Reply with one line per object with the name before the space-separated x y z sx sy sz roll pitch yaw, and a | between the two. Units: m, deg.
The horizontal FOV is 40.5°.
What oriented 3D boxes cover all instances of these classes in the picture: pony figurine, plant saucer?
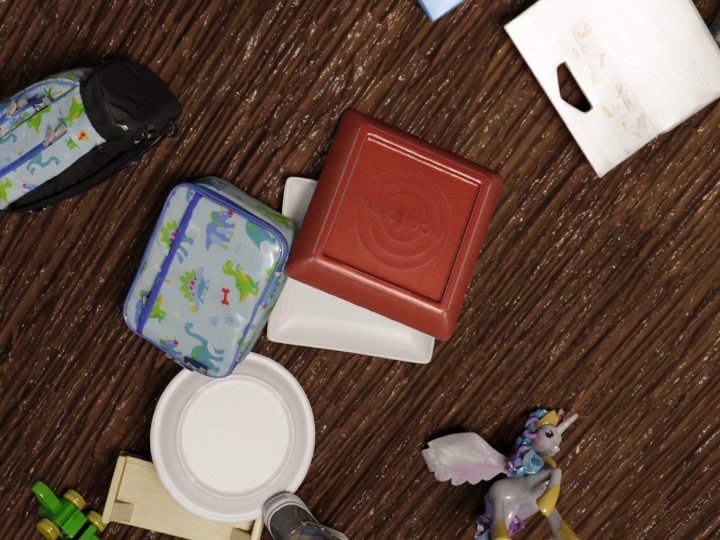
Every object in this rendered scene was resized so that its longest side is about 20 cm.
pony figurine | 0.178 0.263 1.151 0.192 0.201 0.167 -33 113 28
plant saucer | 0.043 -0.053 1.057 0.197 0.037 0.203 22 80 -7

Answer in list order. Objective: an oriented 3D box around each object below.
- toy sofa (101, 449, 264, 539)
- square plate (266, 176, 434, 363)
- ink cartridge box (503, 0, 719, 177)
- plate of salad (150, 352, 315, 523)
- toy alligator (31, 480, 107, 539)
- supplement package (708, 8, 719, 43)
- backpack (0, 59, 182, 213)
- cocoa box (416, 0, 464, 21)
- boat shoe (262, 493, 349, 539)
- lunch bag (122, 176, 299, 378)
toy sofa | -0.214 0.287 1.212 0.197 0.098 0.084 15 84 -4
square plate | 0.000 0.000 1.128 0.197 0.029 0.201 8 108 -2
ink cartridge box | 0.273 -0.232 1.036 0.175 0.045 0.201 -34 105 11
plate of salad | -0.152 0.198 1.169 0.197 0.048 0.204 2 83 -16
toy alligator | -0.351 0.343 1.241 0.201 0.059 0.054 51 145 -16
supplement package | 0.474 -0.284 0.958 0.149 0.152 0.202 24 108 -7
backpack | -0.312 -0.140 1.028 0.200 0.163 0.154 -41 96 20
cocoa box | 0.114 -0.356 0.948 0.198 0.134 0.132 -32 106 11
boat shoe | -0.050 0.344 1.190 0.069 0.066 0.201 -35 132 -6
lunch bag | -0.171 0.007 1.095 0.159 0.082 0.202 31 108 7
